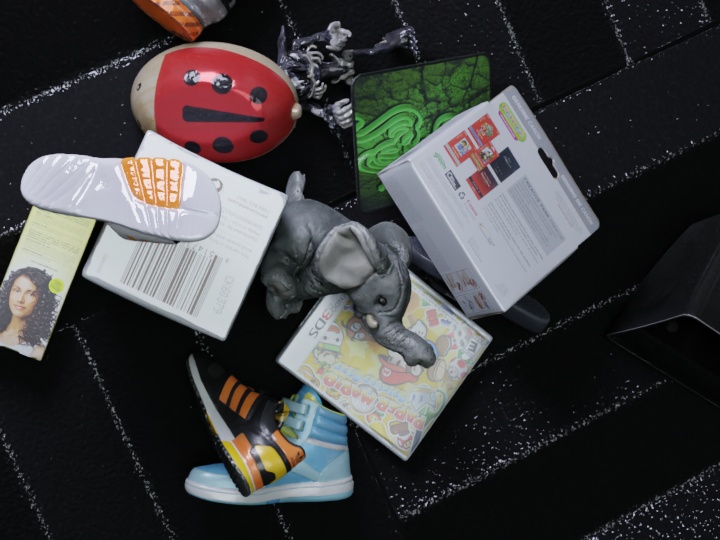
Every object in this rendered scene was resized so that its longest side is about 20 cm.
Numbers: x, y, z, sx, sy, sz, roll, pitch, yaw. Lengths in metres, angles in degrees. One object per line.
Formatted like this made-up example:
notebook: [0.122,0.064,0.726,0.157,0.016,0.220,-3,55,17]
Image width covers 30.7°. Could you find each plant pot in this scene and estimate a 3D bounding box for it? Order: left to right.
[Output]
plant pot: [0.448,0.041,1.567,0.198,0.200,0.179,31,72,-10]

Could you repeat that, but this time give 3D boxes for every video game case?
video game case: [0.030,0.093,1.556,0.199,0.023,0.183,38,84,-10]

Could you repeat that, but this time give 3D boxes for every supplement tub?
supplement tub: [-0.166,-0.363,1.457,0.122,0.122,0.201,36,85,-10]

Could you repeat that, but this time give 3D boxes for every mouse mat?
mouse mat: [0.076,-0.160,1.519,0.198,0.008,0.163,-15,112,-28]

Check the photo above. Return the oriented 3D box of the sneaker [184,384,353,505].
sneaker: [-0.103,0.197,1.503,0.197,0.079,0.132,1,93,-22]

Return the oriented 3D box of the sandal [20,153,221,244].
sandal: [-0.228,-0.070,1.284,0.204,0.059,0.080,11,71,12]

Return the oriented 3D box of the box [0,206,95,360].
box: [-0.351,-0.007,1.460,0.074,0.050,0.202,20,86,-11]

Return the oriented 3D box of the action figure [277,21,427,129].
action figure: [-0.026,-0.228,1.501,0.197,0.102,0.120,-12,105,-13]

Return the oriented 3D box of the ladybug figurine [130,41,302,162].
ladybug figurine: [-0.164,-0.182,1.459,0.197,0.072,0.138,1,111,7]

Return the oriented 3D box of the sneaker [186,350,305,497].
sneaker: [-0.127,0.159,1.457,0.089,0.201,0.070,-21,136,-13]

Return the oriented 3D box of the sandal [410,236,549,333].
sandal: [0.133,0.026,1.555,0.199,0.076,0.043,31,112,-10]

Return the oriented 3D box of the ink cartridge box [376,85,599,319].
ink cartridge box: [0.149,-0.078,1.491,0.175,0.084,0.201,-36,99,-25]

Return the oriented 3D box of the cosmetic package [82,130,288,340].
cosmetic package: [-0.191,-0.035,1.416,0.163,0.200,0.167,25,87,-10]

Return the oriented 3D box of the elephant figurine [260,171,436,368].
elephant figurine: [0.000,0.000,1.457,0.198,0.142,0.156,7,133,22]
